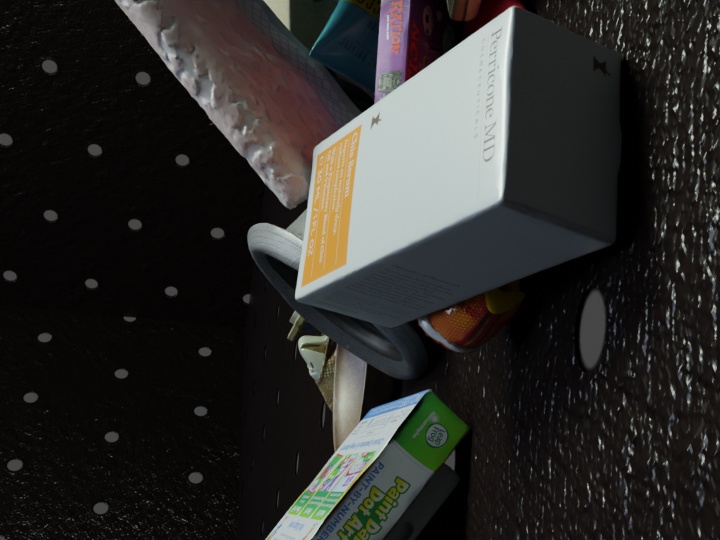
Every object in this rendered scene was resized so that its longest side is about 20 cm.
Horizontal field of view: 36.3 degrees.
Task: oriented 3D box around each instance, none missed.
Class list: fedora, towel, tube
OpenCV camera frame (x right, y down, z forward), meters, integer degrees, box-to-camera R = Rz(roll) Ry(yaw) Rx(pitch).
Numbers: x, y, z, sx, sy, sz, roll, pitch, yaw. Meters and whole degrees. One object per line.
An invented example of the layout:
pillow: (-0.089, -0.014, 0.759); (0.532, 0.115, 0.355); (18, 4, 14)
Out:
fedora: (0.000, 0.000, 0.886); (0.091, 0.176, 0.200); (-54, -26, -12)
towel: (-0.073, -0.138, 0.743); (0.032, 0.200, 0.191); (-41, -2, 21)
tube: (0.030, -0.232, 0.835); (0.050, 0.077, 0.202); (1, 66, 67)

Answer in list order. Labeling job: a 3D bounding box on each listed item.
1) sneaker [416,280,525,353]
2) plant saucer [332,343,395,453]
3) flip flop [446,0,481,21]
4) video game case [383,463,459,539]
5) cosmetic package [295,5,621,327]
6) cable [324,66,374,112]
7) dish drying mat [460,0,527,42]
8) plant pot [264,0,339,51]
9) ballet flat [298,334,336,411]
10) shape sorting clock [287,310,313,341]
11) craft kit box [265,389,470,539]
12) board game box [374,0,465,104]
sneaker: (0.072, -0.044, 0.687); (0.077, 0.072, 0.202); (-46, 38, 41)
plant saucer: (0.005, 0.094, 1.072); (0.200, 0.036, 0.203); (-174, 90, -80)
flip flop: (0.089, -0.211, 0.663); (0.200, 0.057, 0.082); (109, 161, -75)
video game case: (-0.012, 0.220, 0.819); (0.183, 0.022, 0.200); (-49, 0, -15)
cosmetic package: (0.044, -0.043, 0.581); (0.199, 0.071, 0.103); (-26, 53, 56)
cable: (-0.017, -0.124, 0.913); (0.051, 0.199, 0.163); (-56, 2, 1)
dish drying mat: (0.093, -0.137, 0.709); (0.201, 0.018, 0.077); (-96, 16, -56)
plant pot: (-0.021, -0.276, 0.966); (0.177, 0.198, 0.202); (-122, 28, -54)
ballet flat: (-0.039, 0.068, 1.275); (0.071, 0.064, 0.202); (-112, 28, -71)
shape sorting clock: (-0.020, -0.019, 1.084); (0.201, 0.039, 0.200); (-57, 4, 6)
craft kit box: (-0.019, 0.182, 0.804); (0.198, 0.048, 0.200); (-46, 0, -15)
board game box: (0.043, -0.108, 0.790); (0.120, 0.032, 0.203); (16, -103, -61)
